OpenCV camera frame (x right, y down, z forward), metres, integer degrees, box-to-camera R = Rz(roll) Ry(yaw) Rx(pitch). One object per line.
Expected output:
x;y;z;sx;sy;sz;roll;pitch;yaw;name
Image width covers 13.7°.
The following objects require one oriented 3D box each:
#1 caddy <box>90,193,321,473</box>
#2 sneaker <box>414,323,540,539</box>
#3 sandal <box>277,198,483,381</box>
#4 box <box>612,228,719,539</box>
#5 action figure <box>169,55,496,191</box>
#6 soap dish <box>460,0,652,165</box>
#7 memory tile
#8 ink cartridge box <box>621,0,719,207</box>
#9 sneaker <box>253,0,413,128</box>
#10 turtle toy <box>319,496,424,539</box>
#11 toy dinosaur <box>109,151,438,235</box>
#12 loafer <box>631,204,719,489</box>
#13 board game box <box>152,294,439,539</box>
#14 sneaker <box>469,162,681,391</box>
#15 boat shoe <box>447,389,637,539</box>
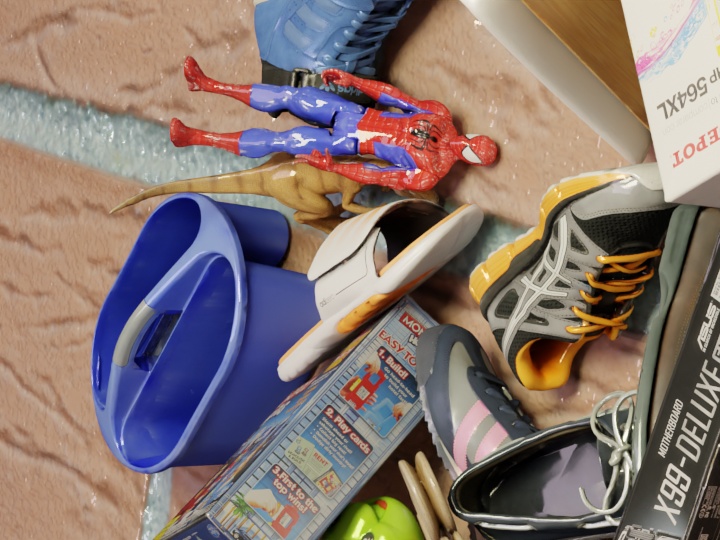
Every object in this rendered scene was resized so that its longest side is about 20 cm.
-0.111;0.043;1.969;0.200;0.105;0.142;-60;43;32;caddy
0.096;0.109;1.726;0.082;0.070;0.201;-34;64;29;sneaker
-0.006;0.003;1.841;0.059;0.079;0.207;55;137;5;sandal
0.221;0.072;1.468;0.050;0.157;0.201;38;118;48;box
-0.015;-0.087;1.815;0.052;0.199;0.066;76;-155;-69;action figure
0.101;-0.158;1.632;0.081;0.200;0.157;-45;45;5;soap dish
0.071;0.204;1.677;0.153;0.017;0.201;76;170;-74;memory tile
0.223;-0.121;1.507;0.128;0.125;0.201;-33;61;48;ink cartridge box
0.000;-0.146;1.857;0.199;0.076;0.112;-10;79;52;sneaker
0.006;0.233;1.796;0.146;0.101;0.201;23;106;52;turtle toy
-0.047;-0.057;1.874;0.199;0.106;0.061;-5;76;13;toy dinosaur
0.182;0.047;1.544;0.063;0.072;0.201;-1;53;18;loafer
-0.030;0.112;1.827;0.062;0.200;0.200;45;161;-3;board game box
0.130;0.000;1.669;0.200;0.078;0.078;129;131;-57;sneaker
0.140;0.105;1.617;0.199;0.062;0.075;-13;71;32;boat shoe
